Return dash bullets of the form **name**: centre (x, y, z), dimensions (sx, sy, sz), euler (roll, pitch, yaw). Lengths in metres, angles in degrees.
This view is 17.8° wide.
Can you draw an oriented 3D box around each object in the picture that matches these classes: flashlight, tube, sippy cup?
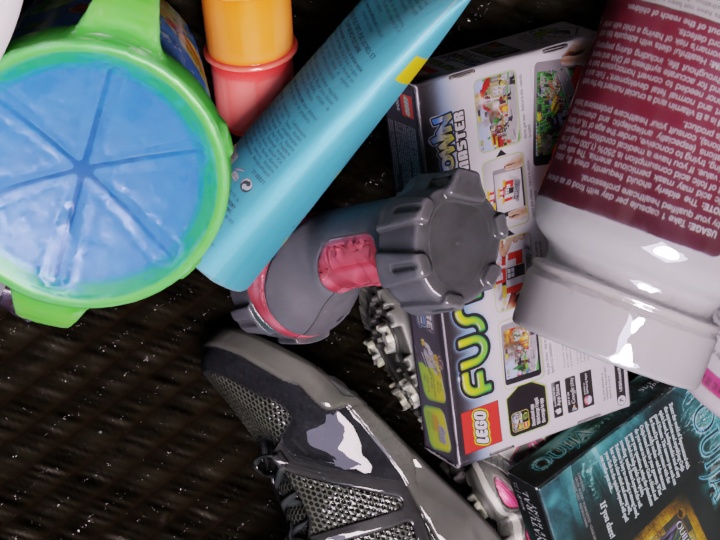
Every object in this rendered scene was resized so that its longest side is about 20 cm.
- **flashlight**: centre (0.000, 0.000, 1.107), dimensions (0.068, 0.200, 0.068), euler (-42, 106, -22)
- **tube**: centre (-0.014, -0.079, 1.091), dimensions (0.050, 0.078, 0.200), euler (28, 112, -34)
- **sippy cup**: centre (-0.126, -0.072, 1.088), dimensions (0.177, 0.131, 0.140), euler (-34, 114, 17)

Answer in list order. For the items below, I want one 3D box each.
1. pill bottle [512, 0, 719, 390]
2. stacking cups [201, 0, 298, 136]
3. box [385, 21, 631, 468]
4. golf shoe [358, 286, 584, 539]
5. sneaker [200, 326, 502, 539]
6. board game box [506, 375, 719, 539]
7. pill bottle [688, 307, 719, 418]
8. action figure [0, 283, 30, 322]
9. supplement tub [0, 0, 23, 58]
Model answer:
- **pill bottle**: centre (0.150, -0.054, 1.092), dimensions (0.113, 0.114, 0.201), euler (20, 93, -15)
- **stacking cups**: centre (-0.061, -0.159, 1.090), dimensions (0.060, 0.061, 0.201), euler (-2, 124, -3)
- **box**: centre (0.075, -0.013, 1.149), dimensions (0.109, 0.035, 0.202), euler (-17, 112, -26)
- **golf shoe**: centre (0.067, 0.063, 1.230), dimensions (0.088, 0.077, 0.201), euler (-35, 123, -4)
- **sneaker**: centre (-0.026, 0.124, 1.210), dimensions (0.199, 0.076, 0.114), euler (46, 73, -9)
- **board game box**: centre (0.162, 0.154, 1.266), dimensions (0.135, 0.028, 0.201), euler (-34, 124, -22)
- **pill bottle**: centre (0.243, -0.018, 1.158), dimensions (0.112, 0.114, 0.201), euler (15, 119, -12)
- **action figure**: centre (-0.250, -0.008, 1.119), dimensions (0.130, 0.069, 0.200), euler (-52, 137, 7)
- **supplement tub**: centre (-0.258, -0.145, 0.986), dimensions (0.199, 0.145, 0.146), euler (23, 125, 29)
